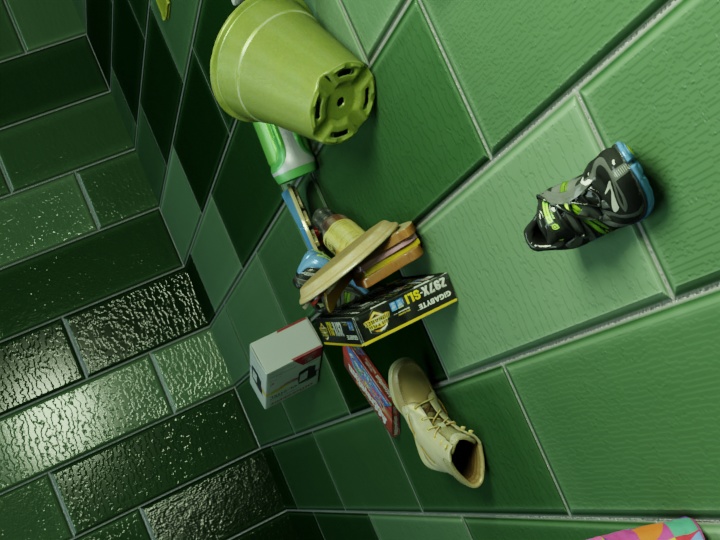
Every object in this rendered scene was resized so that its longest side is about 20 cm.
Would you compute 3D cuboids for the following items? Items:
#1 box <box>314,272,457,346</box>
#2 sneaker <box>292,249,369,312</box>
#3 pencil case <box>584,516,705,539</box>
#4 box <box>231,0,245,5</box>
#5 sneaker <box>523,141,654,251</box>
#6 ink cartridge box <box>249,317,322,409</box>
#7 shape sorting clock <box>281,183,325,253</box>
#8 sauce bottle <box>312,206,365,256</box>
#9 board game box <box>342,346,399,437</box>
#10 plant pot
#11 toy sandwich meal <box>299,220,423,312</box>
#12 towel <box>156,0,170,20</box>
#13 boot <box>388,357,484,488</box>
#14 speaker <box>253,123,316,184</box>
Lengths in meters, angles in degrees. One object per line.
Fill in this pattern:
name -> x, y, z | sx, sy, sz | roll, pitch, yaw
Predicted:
box -> 0.033, 0.058, 1.526 | 0.050, 0.158, 0.200 | 68, 161, -4
sneaker -> -0.041, 0.039, 1.735 | 0.199, 0.083, 0.071 | 36, -175, -41
pencil case -> 0.268, 0.321, 1.082 | 0.088, 0.197, 0.090 | 166, 90, -84
box -> -0.144, -0.511, 1.420 | 0.202, 0.129, 0.200 | 66, 163, 5
sneaker -> 0.213, -0.058, 0.986 | 0.072, 0.082, 0.200 | 64, 162, 9
ink cartridge box -> -0.167, 0.210, 2.308 | 0.083, 0.144, 0.201 | 56, 160, 23
shape sorting clock -> -0.087, -0.066, 1.875 | 0.202, 0.039, 0.200 | 63, 177, 6
sauce bottle -> -0.027, -0.054, 1.726 | 0.200, 0.065, 0.067 | -136, 29, -59
board game box -> 0.018, 0.214, 1.978 | 0.201, 0.019, 0.104 | 53, 158, 39
plant pot -> -0.082, -0.273, 1.473 | 0.189, 0.199, 0.202 | 35, 145, 38
toy sandwich meal -> 0.000, 0.000, 1.503 | 0.071, 0.205, 0.205 | 51, 163, -5
towel -> -0.488, -0.686, 2.398 | 0.203, 0.018, 0.086 | 65, 163, 8
boot -> 0.120, 0.237, 1.620 | 0.155, 0.072, 0.203 | 12, 124, 69
speaker -> -0.145, -0.257, 1.796 | 0.203, 0.087, 0.088 | 69, 162, -4
